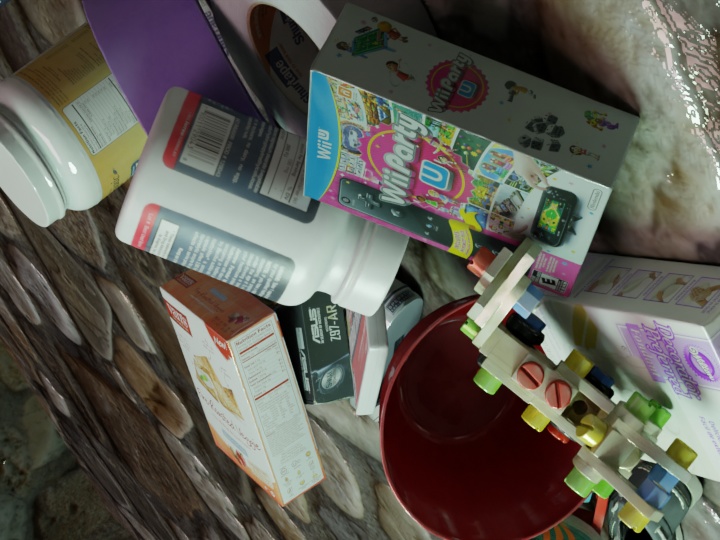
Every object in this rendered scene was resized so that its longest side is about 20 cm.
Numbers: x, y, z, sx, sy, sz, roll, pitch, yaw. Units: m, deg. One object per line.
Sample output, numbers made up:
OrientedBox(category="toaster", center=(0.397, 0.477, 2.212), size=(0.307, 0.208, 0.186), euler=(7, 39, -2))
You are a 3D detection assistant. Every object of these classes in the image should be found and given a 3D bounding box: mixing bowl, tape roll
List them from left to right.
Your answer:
OrientedBox(category="tape roll", center=(-0.142, -0.160, 1.186), size=(0.202, 0.084, 0.200), euler=(62, -177, -6))
OrientedBox(category="tape roll", center=(-0.026, -0.170, 1.067), size=(0.200, 0.066, 0.201), euler=(41, 157, 21))
OrientedBox(category="mixing bowl", center=(0.093, 0.099, 1.125), size=(0.201, 0.199, 0.108), euler=(59, 173, -21))

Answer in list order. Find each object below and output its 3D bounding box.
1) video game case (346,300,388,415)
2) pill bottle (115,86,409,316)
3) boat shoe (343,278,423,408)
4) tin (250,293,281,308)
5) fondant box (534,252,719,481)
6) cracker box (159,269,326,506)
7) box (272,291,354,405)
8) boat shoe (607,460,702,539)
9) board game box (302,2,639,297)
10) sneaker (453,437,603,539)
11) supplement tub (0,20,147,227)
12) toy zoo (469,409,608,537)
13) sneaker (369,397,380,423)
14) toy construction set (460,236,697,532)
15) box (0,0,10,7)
OrientedBox(category="video game case", center=(0.000, 0.000, 1.194), size=(0.143, 0.017, 0.202), euler=(100, 167, -64))
OrientedBox(category="pill bottle", center=(-0.068, -0.043, 1.058), size=(0.198, 0.121, 0.120), euler=(22, 161, -8))
OrientedBox(category="boat shoe", center=(0.001, 0.059, 1.381), size=(0.086, 0.074, 0.203), euler=(43, 155, 19))
OrientedBox(category="tin", center=(-0.094, -0.063, 1.314), size=(0.112, 0.041, 0.202), euler=(-46, 58, 55))
OrientedBox(category="fondant box", center=(0.210, 0.066, 0.987), size=(0.199, 0.058, 0.145), euler=(8, 133, 60))
OrientedBox(category="cracker box", center=(-0.110, 0.106, 1.360), size=(0.134, 0.057, 0.202), euler=(32, 144, 50))
OrientedBox(category="box", center=(-0.070, 0.023, 1.387), size=(0.160, 0.043, 0.203), euler=(1, 99, 64))
OrientedBox(category="boat shoe", center=(0.226, 0.211, 1.186), size=(0.073, 0.062, 0.201), euler=(41, 158, 19))
OrientedBox(category="board game box", center=(0.065, -0.074, 0.942), size=(0.198, 0.065, 0.148), euler=(23, 152, 8))
OrientedBox(category="sneaker", center=(0.139, 0.232, 1.217), size=(0.200, 0.080, 0.071), euler=(43, 131, -17))
OrientedBox(category="supplement tub", center=(-0.261, -0.151, 1.389), size=(0.144, 0.200, 0.145), euler=(42, 158, 21))
OrientedBox(category="toy zoo", center=(0.149, 0.203, 1.261), size=(0.130, 0.021, 0.201), euler=(15, 136, 13))
OrientedBox(category="sneaker", center=(0.086, 0.157, 1.368), size=(0.147, 0.077, 0.202), euler=(50, 161, -1))
OrientedBox(category="toy construction set", center=(0.128, 0.074, 0.942), size=(0.201, 0.092, 0.131), euler=(53, -171, 3))
OrientedBox(category="box", center=(-0.486, -0.341, 1.540), size=(0.123, 0.198, 0.201), euler=(40, 158, 24))
